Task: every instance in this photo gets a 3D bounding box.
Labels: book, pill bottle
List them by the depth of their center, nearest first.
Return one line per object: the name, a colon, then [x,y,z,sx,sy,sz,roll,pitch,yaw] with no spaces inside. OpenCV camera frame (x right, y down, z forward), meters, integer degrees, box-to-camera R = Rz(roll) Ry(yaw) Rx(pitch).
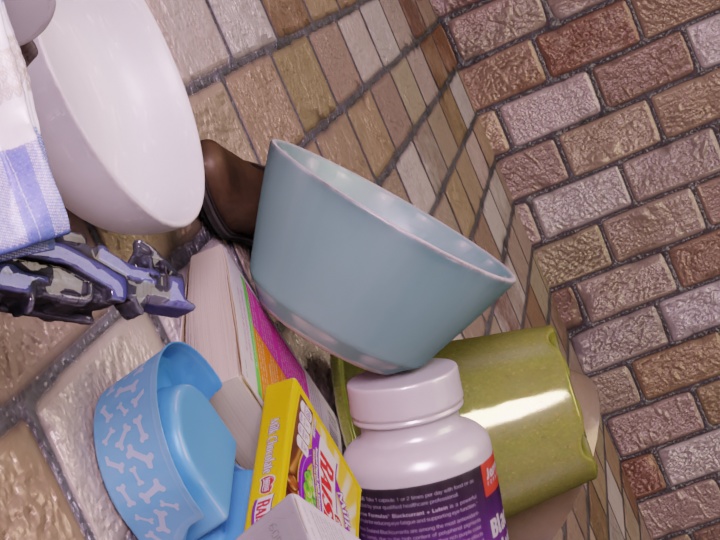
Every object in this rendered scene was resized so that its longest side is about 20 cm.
book: [-0.061,0.095,0.967,0.134,0.048,0.201,-97,162,-49]
pill bottle: [0.048,0.171,1.001,0.111,0.110,0.202,-47,127,-75]

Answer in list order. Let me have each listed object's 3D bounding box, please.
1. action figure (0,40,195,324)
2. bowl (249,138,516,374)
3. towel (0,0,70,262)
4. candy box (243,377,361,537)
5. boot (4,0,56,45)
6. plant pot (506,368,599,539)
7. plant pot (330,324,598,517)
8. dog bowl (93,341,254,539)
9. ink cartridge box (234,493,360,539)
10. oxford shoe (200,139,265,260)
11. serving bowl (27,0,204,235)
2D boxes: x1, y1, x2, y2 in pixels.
action figure: [-0.175,-0.015,0.579,0.199,0.104,0.195,21,49,-38]
bowl: [0.000,0.000,0.985,0.200,0.106,0.201,29,9,-5]
towel: [-0.190,-0.088,0.476,0.024,0.146,0.202,-8,-82,60]
candy box: [-0.032,0.160,0.807,0.201,0.026,0.103,-87,154,-59]
boot: [-0.217,-0.151,0.538,0.199,0.074,0.096,10,50,-38]
plant pot: [0.114,0.163,1.300,0.134,0.201,0.201,25,29,-14]
plant pot: [0.091,0.132,1.142,0.200,0.183,0.202,-17,90,-83]
dog bowl: [-0.087,0.135,0.795,0.112,0.049,0.201,-90,154,-56]
ink cartridge box: [0.022,0.206,0.707,0.200,0.050,0.109,44,11,-39]
oxford shoe: [-0.072,-0.059,1.068,0.200,0.084,0.073,37,36,-63]
serving bowl: [-0.167,-0.108,0.812,0.200,0.065,0.202,-21,90,-76]
